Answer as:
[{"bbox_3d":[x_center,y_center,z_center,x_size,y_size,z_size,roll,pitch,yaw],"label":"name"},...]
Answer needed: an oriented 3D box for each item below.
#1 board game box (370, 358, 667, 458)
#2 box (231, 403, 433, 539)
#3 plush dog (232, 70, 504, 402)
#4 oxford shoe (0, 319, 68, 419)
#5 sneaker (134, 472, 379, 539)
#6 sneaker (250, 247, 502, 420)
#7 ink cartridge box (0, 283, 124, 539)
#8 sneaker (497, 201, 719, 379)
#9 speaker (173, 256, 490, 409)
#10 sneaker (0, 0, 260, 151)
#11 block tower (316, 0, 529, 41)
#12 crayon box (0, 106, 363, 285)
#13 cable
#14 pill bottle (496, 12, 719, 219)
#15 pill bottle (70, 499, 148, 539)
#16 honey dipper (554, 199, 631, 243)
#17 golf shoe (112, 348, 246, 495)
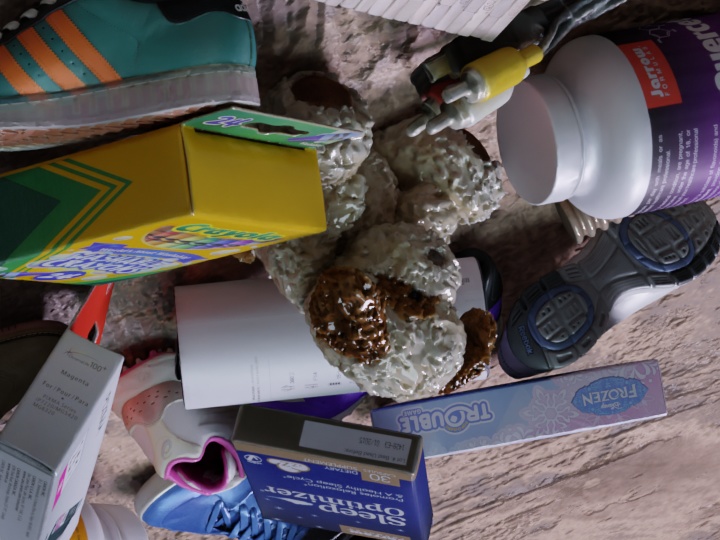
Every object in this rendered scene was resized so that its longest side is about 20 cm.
[{"bbox_3d":[0.109,0.102,1.546,0.198,0.044,0.199,-10,177,1],"label":"board game box"},{"bbox_3d":[-0.014,0.146,1.459,0.120,0.033,0.200,9,159,9],"label":"box"},{"bbox_3d":[0.000,0.000,1.278,0.160,0.173,0.199,-40,149,25],"label":"plush dog"},{"bbox_3d":[-0.252,0.103,1.357,0.199,0.074,0.071,-35,150,18],"label":"oxford shoe"},{"bbox_3d":[-0.062,0.188,1.606,0.199,0.112,0.077,-6,146,-31],"label":"sneaker"},{"bbox_3d":[0.009,0.035,1.459,0.199,0.070,0.100,-24,152,-19],"label":"sneaker"},{"bbox_3d":[-0.178,0.101,1.328,0.043,0.174,0.200,26,142,3],"label":"ink cartridge box"},{"bbox_3d":[0.169,0.008,1.521,0.199,0.075,0.087,-31,174,-22],"label":"sneaker"},{"bbox_3d":[-0.020,0.040,1.379,0.198,0.082,0.081,-6,149,-3],"label":"speaker"},{"bbox_3d":[-0.151,-0.109,1.104,0.198,0.081,0.071,-7,173,3],"label":"sneaker"},{"bbox_3d":[0.015,-0.170,1.134,0.199,0.054,0.058,6,140,-42],"label":"block tower"},{"bbox_3d":[-0.109,-0.035,1.166,0.199,0.052,0.125,-14,170,32],"label":"crayon box"},{"bbox_3d":[0.108,-0.130,1.253,0.199,0.051,0.097,-25,179,-21],"label":"cable"},{"bbox_3d":[0.188,-0.096,1.329,0.199,0.113,0.113,-12,149,-23],"label":"pill bottle"},{"bbox_3d":[-0.245,0.200,1.485,0.199,0.112,0.111,8,138,-45],"label":"pill bottle"},{"bbox_3d":[0.227,-0.078,1.470,0.199,0.038,0.038,-26,152,-2],"label":"honey dipper"},{"bbox_3d":[-0.104,0.123,1.490,0.075,0.092,0.200,-34,151,14],"label":"golf shoe"}]
